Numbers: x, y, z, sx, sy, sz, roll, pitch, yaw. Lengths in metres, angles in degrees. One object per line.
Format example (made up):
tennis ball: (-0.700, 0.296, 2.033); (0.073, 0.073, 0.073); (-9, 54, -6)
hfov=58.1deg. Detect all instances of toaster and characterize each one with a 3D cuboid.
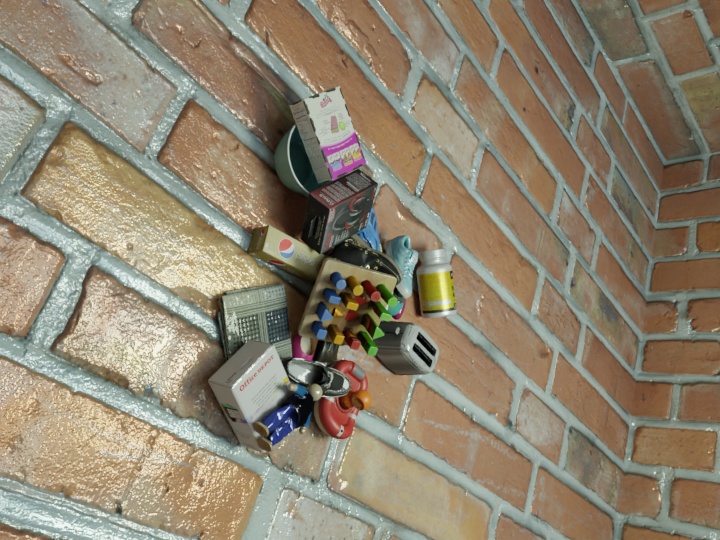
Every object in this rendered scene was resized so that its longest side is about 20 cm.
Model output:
toaster: (0.132, 0.226, 1.833); (0.200, 0.128, 0.114); (48, 55, -32)

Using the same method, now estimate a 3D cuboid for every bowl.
bowl: (-0.138, -0.273, 1.624); (0.200, 0.104, 0.203); (8, 79, -46)

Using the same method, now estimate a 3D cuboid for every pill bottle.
pill bottle: (0.228, 0.039, 1.968); (0.111, 0.111, 0.203); (-8, 91, -46)

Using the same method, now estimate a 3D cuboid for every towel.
towel: (-0.247, 0.136, 1.522); (0.199, 0.034, 0.195); (-10, 96, -49)

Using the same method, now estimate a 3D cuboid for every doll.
doll: (-0.152, 0.314, 1.453); (0.199, 0.048, 0.138); (-32, 122, -46)

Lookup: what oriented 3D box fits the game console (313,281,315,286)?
game console: (-0.031, 0.072, 1.760); (0.175, 0.116, 0.202); (-25, 105, -14)

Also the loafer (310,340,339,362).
loafer: (-0.065, 0.144, 1.661); (0.071, 0.073, 0.202); (23, 86, -31)

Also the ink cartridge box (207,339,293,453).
ink cartridge box: (-0.232, 0.279, 1.449); (0.145, 0.083, 0.202); (-46, 130, -39)

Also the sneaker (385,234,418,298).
sneaker: (0.123, -0.020, 1.787); (0.074, 0.081, 0.202); (37, 33, -48)

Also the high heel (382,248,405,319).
high heel: (0.072, 0.039, 1.835); (0.096, 0.067, 0.202); (14, 61, -55)

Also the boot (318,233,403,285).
boot: (0.000, 0.000, 1.639); (0.200, 0.073, 0.151); (40, 43, 1)

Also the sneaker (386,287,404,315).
sneaker: (0.066, 0.086, 1.741); (0.121, 0.083, 0.201); (52, 22, -30)

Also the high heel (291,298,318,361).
high heel: (-0.112, 0.160, 1.607); (0.067, 0.095, 0.202); (31, 64, -40)

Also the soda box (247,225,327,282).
soda box: (-0.175, -0.037, 1.587); (0.199, 0.064, 0.068); (29, 65, -40)

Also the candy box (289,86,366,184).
candy box: (-0.077, -0.329, 1.576); (0.136, 0.061, 0.202); (-33, 109, -43)

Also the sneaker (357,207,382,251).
sneaker: (0.010, -0.110, 1.771); (0.078, 0.065, 0.202); (-29, 106, -70)

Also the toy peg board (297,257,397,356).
toy peg board: (-0.018, 0.099, 1.547); (0.197, 0.098, 0.202); (15, 105, -26)

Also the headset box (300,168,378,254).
headset box: (-0.059, -0.142, 1.597); (0.199, 0.075, 0.150); (-33, 151, -40)

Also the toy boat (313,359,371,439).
toy boat: (-0.027, 0.330, 1.651); (0.130, 0.130, 0.201); (43, 57, -34)

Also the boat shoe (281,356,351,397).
boat shoe: (-0.103, 0.256, 1.561); (0.199, 0.060, 0.075); (26, 69, -22)
